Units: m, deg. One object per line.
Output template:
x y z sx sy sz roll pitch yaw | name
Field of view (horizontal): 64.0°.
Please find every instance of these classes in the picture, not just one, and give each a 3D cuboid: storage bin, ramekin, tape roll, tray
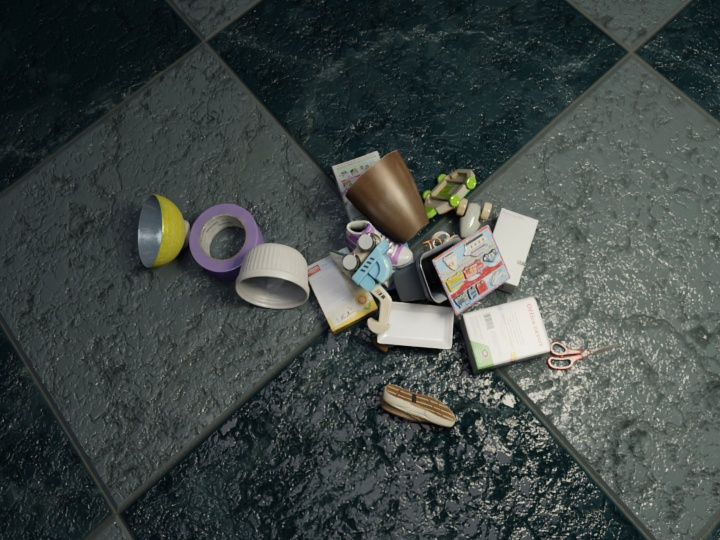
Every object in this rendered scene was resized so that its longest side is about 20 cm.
0.178 0.001 1.508 0.198 0.133 0.149 -25 96 -44 | storage bin
-0.231 0.014 1.546 0.194 0.202 0.108 2 62 4 | ramekin
-0.379 -0.079 1.640 0.194 0.085 0.206 -1 71 4 | tape roll
0.143 0.143 1.506 0.194 0.022 0.111 5 85 0 | tray

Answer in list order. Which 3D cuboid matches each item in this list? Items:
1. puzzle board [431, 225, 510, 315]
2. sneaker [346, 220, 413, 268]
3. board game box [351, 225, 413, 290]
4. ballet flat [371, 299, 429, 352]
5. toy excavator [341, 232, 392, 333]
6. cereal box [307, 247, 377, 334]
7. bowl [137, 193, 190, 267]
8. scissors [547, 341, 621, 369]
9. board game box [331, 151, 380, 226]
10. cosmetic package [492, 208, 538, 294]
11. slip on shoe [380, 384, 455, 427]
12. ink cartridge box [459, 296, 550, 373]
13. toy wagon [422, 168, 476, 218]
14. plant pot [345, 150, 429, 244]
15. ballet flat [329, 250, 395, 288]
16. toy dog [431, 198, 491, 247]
0.285 -0.003 1.461 0.197 0.017 0.154 -30 100 -24 | puzzle board
0.048 -0.073 1.556 0.196 0.115 0.074 18 66 13 | sneaker
0.064 -0.030 1.620 0.154 0.039 0.204 -18 64 -2 | board game box
0.121 0.150 1.549 0.198 0.068 0.073 -37 93 -8 | ballet flat
0.038 0.030 1.467 0.199 0.100 0.196 41 99 9 | toy excavator
-0.056 0.054 1.598 0.141 0.040 0.203 -24 71 -7 | cereal box
-0.547 -0.108 1.636 0.106 0.199 0.205 3 65 -39 | bowl
0.589 0.225 1.516 0.194 0.014 0.075 1 70 3 | scissors
0.014 -0.226 1.673 0.144 0.064 0.205 -18 73 -3 | board game box
0.403 -0.053 1.582 0.110 0.081 0.204 18 75 11 | cosmetic package
0.145 0.360 1.478 0.195 0.076 0.062 20 113 1 | slip on shoe
0.375 0.170 1.509 0.195 0.084 0.148 -13 72 0 | ink cartridge box
0.233 -0.208 1.618 0.200 0.155 0.040 -47 116 -10 | toy wagon
0.089 -0.178 1.542 0.185 0.187 0.202 -37 86 -9 | plant pot
0.000 0.000 1.560 0.195 0.070 0.071 16 73 13 | ballet flat
0.296 -0.107 1.616 0.131 0.096 0.202 37 92 11 | toy dog
